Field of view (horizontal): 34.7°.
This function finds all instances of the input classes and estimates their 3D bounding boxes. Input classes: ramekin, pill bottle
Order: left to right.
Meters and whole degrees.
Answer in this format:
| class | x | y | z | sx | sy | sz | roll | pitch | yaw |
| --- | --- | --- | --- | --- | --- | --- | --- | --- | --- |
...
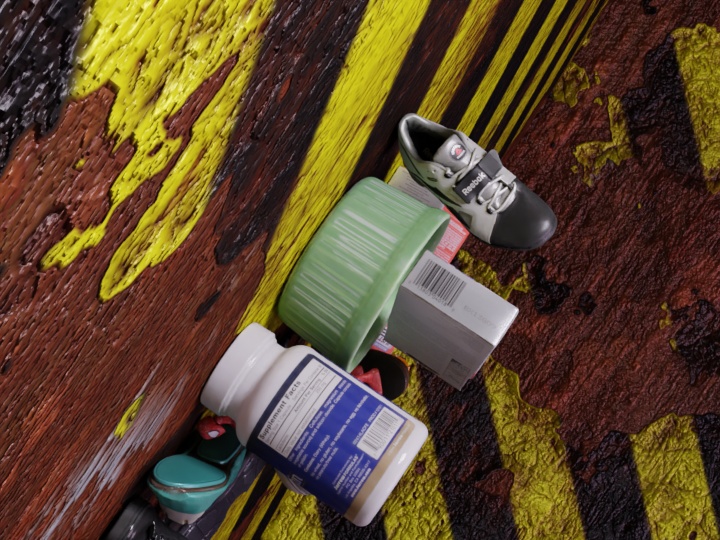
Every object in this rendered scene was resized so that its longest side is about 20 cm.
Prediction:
| class | x | y | z | sx | sy | sz | roll | pitch | yaw |
| --- | --- | --- | --- | --- | --- | --- | --- | --- | --- |
| pill bottle | -0.046 | 0.143 | 1.098 | 0.116 | 0.200 | 0.116 | -54 | 172 | -11 |
| ramekin | 0.000 | 0.000 | 1.200 | 0.200 | 0.098 | 0.200 | -56 | 173 | -10 |

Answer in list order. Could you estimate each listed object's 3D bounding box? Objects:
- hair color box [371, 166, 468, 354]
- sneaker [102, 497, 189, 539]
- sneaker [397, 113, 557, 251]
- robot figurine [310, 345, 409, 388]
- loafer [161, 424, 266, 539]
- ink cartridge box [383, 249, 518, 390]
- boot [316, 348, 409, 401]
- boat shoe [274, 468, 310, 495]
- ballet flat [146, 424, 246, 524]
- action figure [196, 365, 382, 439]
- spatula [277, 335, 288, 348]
| class | x | y | z | sx | sy | sz | roll | pitch | yaw |
| --- | --- | --- | --- | --- | --- | --- | --- | --- | --- |
| hair color box | 0.040 | -0.012 | 1.354 | 0.064 | 0.111 | 0.200 | 34 | 90 | -39 |
| sneaker | -0.188 | 0.282 | 1.135 | 0.060 | 0.104 | 0.200 | -54 | 173 | -16 |
| sneaker | 0.109 | -0.092 | 1.170 | 0.074 | 0.200 | 0.089 | -51 | 153 | -7 |
| robot figurine | 0.000 | 0.091 | 1.450 | 0.200 | 0.058 | 0.145 | -3 | -110 | 56 |
| loafer | -0.179 | 0.253 | 1.287 | 0.200 | 0.063 | 0.072 | -50 | 154 | -28 |
| ink cartridge box | 0.087 | 0.057 | 1.188 | 0.050 | 0.109 | 0.200 | -54 | 173 | -17 |
| boot | -0.011 | 0.111 | 1.335 | 0.200 | 0.074 | 0.075 | -4 | -167 | 45 |
| boat shoe | -0.073 | 0.184 | 1.283 | 0.201 | 0.071 | 0.070 | 61 | 42 | -41 |
| ballet flat | -0.161 | 0.211 | 1.135 | 0.200 | 0.067 | 0.070 | -35 | 144 | -77 |
| action figure | -0.076 | 0.142 | 1.199 | 0.065 | 0.200 | 0.052 | 11 | -72 | 61 |
| spatula | -0.116 | 0.147 | 1.371 | 0.057 | 0.021 | 0.200 | -89 | -164 | -47 |
